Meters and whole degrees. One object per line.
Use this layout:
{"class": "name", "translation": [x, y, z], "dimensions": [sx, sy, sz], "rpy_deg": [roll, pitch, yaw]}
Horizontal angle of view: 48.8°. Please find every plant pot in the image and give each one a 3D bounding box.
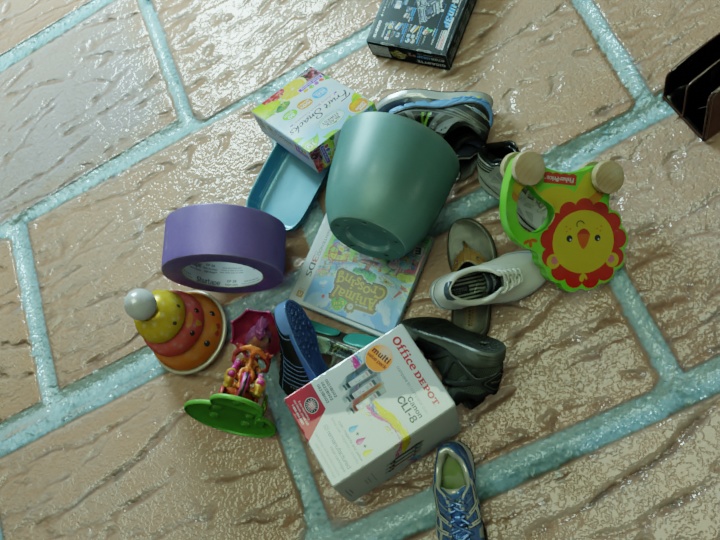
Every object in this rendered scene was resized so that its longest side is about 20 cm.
{"class": "plant pot", "translation": [0.035, -0.116, 1.221], "dimensions": [0.198, 0.201, 0.163], "rpy_deg": [13, 67, 22]}

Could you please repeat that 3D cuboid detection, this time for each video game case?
{"class": "video game case", "translation": [0.000, 0.000, 1.306], "dimensions": [0.198, 0.022, 0.184], "rpy_deg": [20, 80, 23]}

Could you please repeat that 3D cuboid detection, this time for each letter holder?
{"class": "letter holder", "translation": [0.558, -0.311, 1.156], "dimensions": [0.199, 0.142, 0.101], "rpy_deg": [-35, 65, 5]}

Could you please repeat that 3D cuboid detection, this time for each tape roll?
{"class": "tape roll", "translation": [-0.221, -0.032, 1.292], "dimensions": [0.197, 0.200, 0.086], "rpy_deg": [-6, 71, 16]}

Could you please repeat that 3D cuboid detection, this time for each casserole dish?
{"class": "casserole dish", "translation": [-0.119, -0.153, 1.388], "dimensions": [0.120, 0.039, 0.202], "rpy_deg": [24, 82, 23]}

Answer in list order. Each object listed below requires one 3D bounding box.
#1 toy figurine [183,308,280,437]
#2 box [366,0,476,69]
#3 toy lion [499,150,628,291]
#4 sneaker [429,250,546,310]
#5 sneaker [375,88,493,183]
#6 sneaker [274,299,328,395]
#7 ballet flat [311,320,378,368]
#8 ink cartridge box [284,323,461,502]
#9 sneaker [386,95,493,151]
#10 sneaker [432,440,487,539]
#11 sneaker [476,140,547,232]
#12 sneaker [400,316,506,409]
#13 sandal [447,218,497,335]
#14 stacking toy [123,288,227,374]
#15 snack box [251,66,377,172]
{"class": "toy figurine", "translation": [-0.177, 0.143, 1.243], "dimensions": [0.148, 0.200, 0.186], "rpy_deg": [17, 64, -7]}
{"class": "box", "translation": [0.117, -0.468, 1.408], "dimensions": [0.157, 0.046, 0.202], "rpy_deg": [16, 78, 22]}
{"class": "toy lion", "translation": [0.297, -0.068, 1.158], "dimensions": [0.197, 0.069, 0.195], "rpy_deg": [5, 95, -11]}
{"class": "sneaker", "translation": [0.202, 0.019, 1.170], "dimensions": [0.198, 0.071, 0.074], "rpy_deg": [-17, 94, -16]}
{"class": "sneaker", "translation": [0.113, -0.220, 1.311], "dimensions": [0.200, 0.077, 0.148], "rpy_deg": [2, 70, 18]}
{"class": "sneaker", "translation": [-0.099, 0.143, 1.219], "dimensions": [0.077, 0.070, 0.202], "rpy_deg": [-15, 108, 24]}
{"class": "ballet flat", "translation": [-0.030, 0.128, 1.258], "dimensions": [0.198, 0.074, 0.075], "rpy_deg": [15, 77, 25]}
{"class": "ink cartridge box", "translation": [0.023, 0.203, 1.120], "dimensions": [0.199, 0.145, 0.146], "rpy_deg": [-32, 64, -6]}
{"class": "sneaker", "translation": [0.108, -0.215, 1.234], "dimensions": [0.197, 0.071, 0.084], "rpy_deg": [-7, 69, 22]}
{"class": "sneaker", "translation": [0.133, 0.340, 1.118], "dimensions": [0.075, 0.077, 0.203], "rpy_deg": [-14, 68, 13]}
{"class": "sneaker", "translation": [0.252, -0.125, 1.212], "dimensions": [0.200, 0.115, 0.076], "rpy_deg": [39, 87, 25]}
{"class": "sneaker", "translation": [0.131, 0.138, 1.185], "dimensions": [0.198, 0.076, 0.116], "rpy_deg": [21, 117, 45]}
{"class": "sandal", "translation": [0.167, 0.012, 1.228], "dimensions": [0.081, 0.055, 0.203], "rpy_deg": [1, 73, 18]}
{"class": "stacking toy", "translation": [-0.319, 0.081, 1.288], "dimensions": [0.144, 0.200, 0.148], "rpy_deg": [-6, 71, 17]}
{"class": "snack box", "translation": [-0.078, -0.263, 1.357], "dimensions": [0.142, 0.053, 0.200], "rpy_deg": [-40, 47, -11]}
